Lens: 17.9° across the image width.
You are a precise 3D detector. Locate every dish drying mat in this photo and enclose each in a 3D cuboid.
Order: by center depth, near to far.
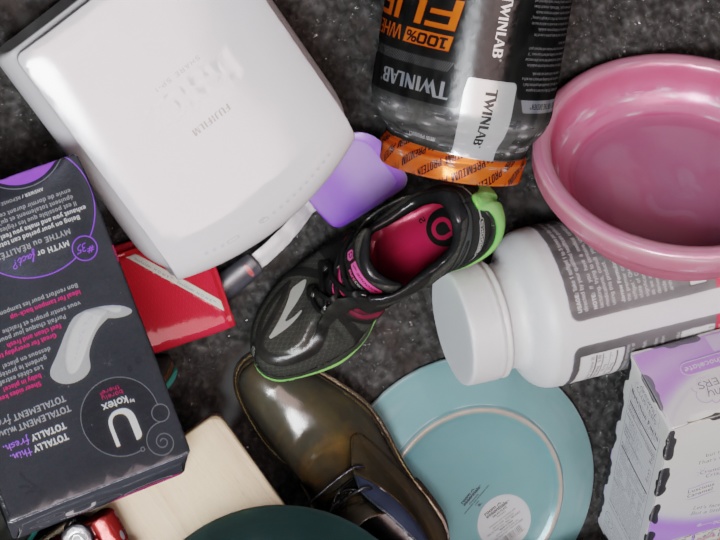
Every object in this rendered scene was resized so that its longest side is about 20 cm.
[{"bbox_3d":[-0.186,0.030,1.492,0.199,0.018,0.077,-17,84,-13],"label":"dish drying mat"}]

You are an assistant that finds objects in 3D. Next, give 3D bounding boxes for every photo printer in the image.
[{"bbox_3d":[-0.110,-0.107,1.461,0.166,0.069,0.201,-38,109,-8],"label":"photo printer"}]

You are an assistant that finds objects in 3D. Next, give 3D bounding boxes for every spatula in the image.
[{"bbox_3d":[-0.059,-0.018,1.534,0.200,0.021,0.057,-40,114,-4],"label":"spatula"}]

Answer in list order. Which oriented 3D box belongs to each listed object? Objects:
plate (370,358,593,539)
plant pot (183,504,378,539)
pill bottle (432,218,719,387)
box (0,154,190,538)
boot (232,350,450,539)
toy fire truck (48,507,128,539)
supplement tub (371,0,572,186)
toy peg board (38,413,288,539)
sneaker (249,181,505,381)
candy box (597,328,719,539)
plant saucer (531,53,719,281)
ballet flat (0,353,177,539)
[{"bbox_3d":[0.077,0.159,1.623,0.199,0.026,0.202,-4,105,-17],"label":"plate"},{"bbox_3d":[-0.046,0.254,1.397,0.199,0.161,0.202,0,92,-4],"label":"plant pot"},{"bbox_3d":[0.155,0.017,1.564,0.198,0.111,0.112,-13,108,-15],"label":"pill bottle"},{"bbox_3d":[-0.196,0.049,1.420,0.121,0.106,0.201,-20,81,-11],"label":"box"},{"bbox_3d":[-0.009,0.135,1.536,0.075,0.097,0.200,-44,99,7],"label":"boot"},{"bbox_3d":[-0.210,0.255,1.438,0.199,0.049,0.142,-29,94,-4],"label":"toy fire truck"},{"bbox_3d":[0.074,-0.163,1.484,0.122,0.122,0.202,5,102,-19],"label":"supplement tub"},{"bbox_3d":[-0.118,0.229,1.519,0.199,0.098,0.201,-36,94,-3],"label":"toy peg board"},{"bbox_3d":[0.000,0.000,1.501,0.200,0.084,0.077,-38,74,16],"label":"sneaker"},{"bbox_3d":[0.264,0.123,1.599,0.166,0.072,0.201,-14,141,-14],"label":"candy box"},{"bbox_3d":[0.213,-0.064,1.532,0.199,0.201,0.051,-12,138,-14],"label":"plant saucer"},{"bbox_3d":[-0.206,0.118,1.499,0.068,0.068,0.200,41,89,-15],"label":"ballet flat"}]
